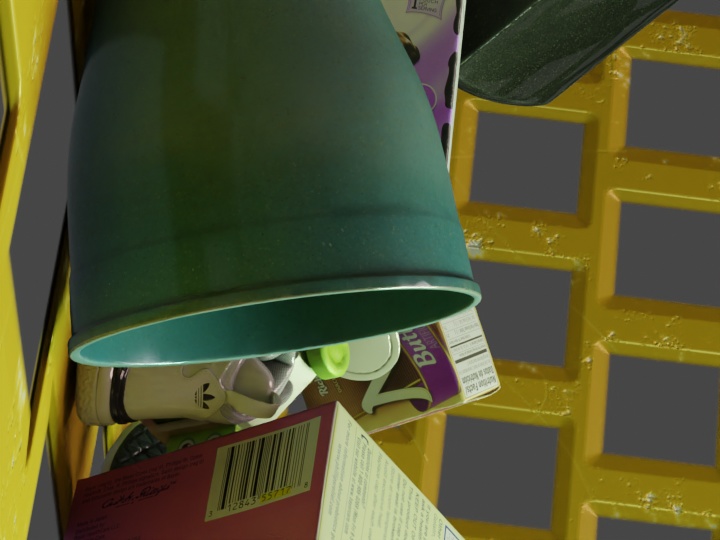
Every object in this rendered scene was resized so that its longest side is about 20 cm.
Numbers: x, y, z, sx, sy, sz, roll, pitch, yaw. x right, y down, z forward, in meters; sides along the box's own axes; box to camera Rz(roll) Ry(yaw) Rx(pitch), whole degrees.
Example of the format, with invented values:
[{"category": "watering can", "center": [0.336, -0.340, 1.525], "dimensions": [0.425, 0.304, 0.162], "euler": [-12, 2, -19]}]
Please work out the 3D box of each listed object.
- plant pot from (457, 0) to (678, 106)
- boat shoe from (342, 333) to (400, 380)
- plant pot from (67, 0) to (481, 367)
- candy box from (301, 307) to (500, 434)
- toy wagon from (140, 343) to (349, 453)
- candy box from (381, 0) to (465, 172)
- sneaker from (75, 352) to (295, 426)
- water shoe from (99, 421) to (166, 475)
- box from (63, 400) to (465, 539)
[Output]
[{"category": "plant pot", "center": [0.093, -0.220, 1.705], "dimensions": [0.199, 0.201, 0.177], "euler": [-37, 175, 29]}, {"category": "boat shoe", "center": [-0.050, -0.015, 1.695], "dimensions": [0.073, 0.200, 0.063], "euler": [-45, -169, 20]}, {"category": "plant pot", "center": [-0.054, -0.063, 1.323], "dimensions": [0.200, 0.198, 0.189], "euler": [91, -9, -82]}, {"category": "candy box", "center": [0.000, 0.000, 1.743], "dimensions": [0.056, 0.116, 0.201], "euler": [-15, 87, -59]}, {"category": "toy wagon", "center": [-0.078, 0.046, 1.583], "dimensions": [0.040, 0.154, 0.201], "euler": [44, 44, -44]}, {"category": "candy box", "center": [-0.024, -0.145, 1.574], "dimensions": [0.072, 0.166, 0.202], "euler": [70, 26, -82]}, {"category": "sneaker", "center": [-0.089, 0.023, 1.517], "dimensions": [0.200, 0.114, 0.076], "euler": [-82, 179, -59]}, {"category": "water shoe", "center": [-0.139, 0.174, 1.623], "dimensions": [0.079, 0.071, 0.201], "euler": [-53, -162, 44]}, {"category": "box", "center": [-0.038, 0.185, 1.508], "dimensions": [0.200, 0.175, 0.097], "euler": [49, 35, -36]}]
